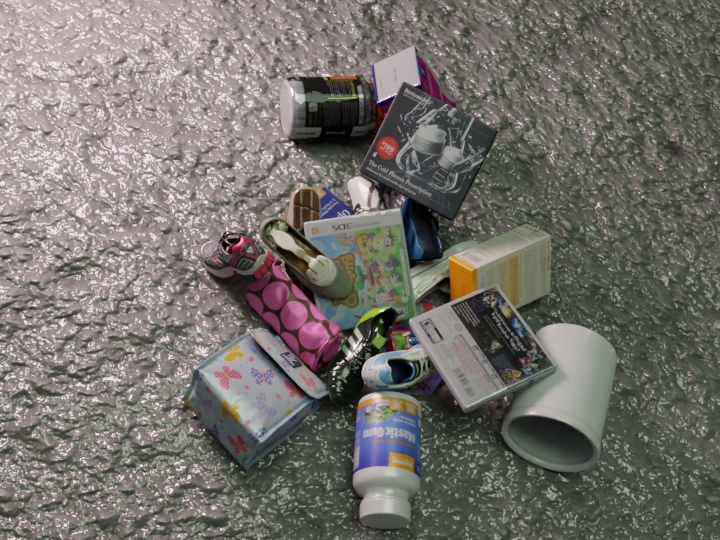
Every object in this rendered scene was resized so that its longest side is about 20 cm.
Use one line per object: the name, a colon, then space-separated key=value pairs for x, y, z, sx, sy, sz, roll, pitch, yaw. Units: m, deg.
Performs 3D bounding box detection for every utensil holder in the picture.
utensil holder: x=0.352 y=0.220 z=1.622 sx=0.168 sy=0.171 sz=0.201 roll=24 pitch=54 yaw=1

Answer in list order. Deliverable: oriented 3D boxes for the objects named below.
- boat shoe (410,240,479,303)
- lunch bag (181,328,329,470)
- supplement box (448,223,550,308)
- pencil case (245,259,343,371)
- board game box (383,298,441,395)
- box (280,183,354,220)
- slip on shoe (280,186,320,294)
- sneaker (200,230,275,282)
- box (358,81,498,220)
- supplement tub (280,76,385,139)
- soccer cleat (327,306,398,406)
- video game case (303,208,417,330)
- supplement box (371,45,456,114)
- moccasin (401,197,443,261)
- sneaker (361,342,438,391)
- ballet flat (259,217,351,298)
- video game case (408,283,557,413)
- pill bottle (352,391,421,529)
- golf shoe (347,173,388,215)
boat shoe: x=0.159 y=0.009 z=1.752 sx=0.198 sy=0.071 sz=0.070 roll=-25 pitch=69 yaw=-29
lunch bag: x=-0.163 y=0.194 z=1.531 sx=0.170 sy=0.128 sz=0.199 roll=45 pitch=44 yaw=14
supplement box: x=0.262 y=0.009 z=1.735 sx=0.198 sy=0.128 sz=0.073 roll=-21 pitch=32 yaw=-28
pencil case: x=-0.112 y=0.078 z=1.618 sx=0.094 sy=0.091 sz=0.200 roll=-46 pitch=72 yaw=2
board game box: x=0.102 y=0.124 z=1.687 sx=0.157 sy=0.039 sz=0.200 roll=35 pitch=57 yaw=8
box: x=-0.044 y=-0.066 z=1.773 sx=0.200 sy=0.033 sz=0.121 roll=40 pitch=58 yaw=10
slip on shoe: x=-0.111 y=-0.052 z=1.708 sx=0.075 sy=0.061 sz=0.203 roll=1 pitch=90 yaw=-13
sneaker: x=-0.225 y=-0.036 z=1.626 sx=0.075 sy=0.199 sz=0.081 roll=47 pitch=66 yaw=-30
box: x=0.125 y=-0.218 z=1.714 sx=0.198 sy=0.104 sz=0.184 roll=27 pitch=94 yaw=3
supplement tub: x=-0.057 y=-0.329 z=1.872 sx=0.197 sy=0.123 sz=0.124 roll=-4 pitch=60 yaw=-16
soccer cleat: x=0.004 y=0.141 z=1.587 sx=0.067 sy=0.081 sz=0.201 roll=40 pitch=54 yaw=-17
video game case: x=0.000 y=0.000 z=1.677 sx=0.179 sy=0.022 sz=0.203 roll=-9 pitch=90 yaw=-6
supplement box: x=0.115 y=-0.339 z=1.870 sx=0.102 sy=0.200 sz=0.102 roll=-19 pitch=58 yaw=21
moccasin: x=0.117 y=-0.076 z=1.777 sx=0.067 sy=0.081 sz=0.201 roll=11 pitch=39 yaw=-12
sneaker: x=0.088 y=0.167 z=1.582 sx=0.199 sy=0.072 sz=0.073 roll=-8 pitch=102 yaw=-45
ballet flat: x=-0.098 y=-0.019 z=1.625 sx=0.199 sy=0.064 sz=0.068 roll=40 pitch=85 yaw=-3
video game case: x=0.207 y=0.128 z=1.584 sx=0.180 sy=0.023 sz=0.201 roll=-21 pitch=53 yaw=-15
pill bottle: x=0.044 y=0.311 z=1.519 sx=0.111 sy=0.112 sz=0.202 roll=8 pitch=57 yaw=-9
golf shoe: x=0.008 y=-0.090 z=1.735 sx=0.094 sy=0.078 sz=0.202 roll=-17 pitch=67 yaw=-24
